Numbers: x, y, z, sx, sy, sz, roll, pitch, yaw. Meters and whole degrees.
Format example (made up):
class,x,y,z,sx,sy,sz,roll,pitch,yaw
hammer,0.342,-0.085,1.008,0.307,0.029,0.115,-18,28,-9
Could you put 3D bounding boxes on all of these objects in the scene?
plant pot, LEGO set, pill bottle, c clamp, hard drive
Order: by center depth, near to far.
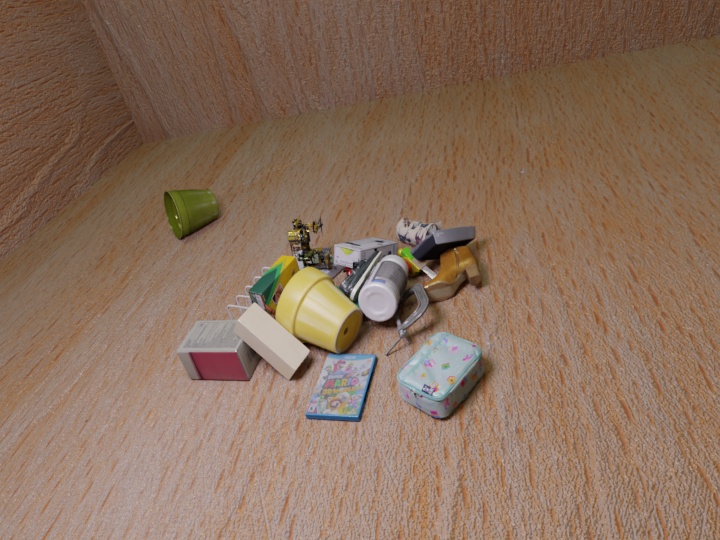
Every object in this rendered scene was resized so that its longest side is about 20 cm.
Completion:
class,x,y,z,sx,sy,sz,roll,pitch,yaw
plant pot,-0.102,0.123,1.435,0.185,0.206,0.200,27,49,26
c clamp,0.118,0.117,1.437,0.170,0.027,0.202,-44,18,18
pill bottle,0.071,0.043,1.479,0.109,0.118,0.201,-2,26,20
hard drive,0.255,-0.080,1.596,0.195,0.135,0.044,-10,68,-40
LEGO set,-0.146,-0.063,1.655,0.111,0.208,0.154,-3,14,13
plant pot,-0.719,-0.263,2.268,0.188,0.208,0.198,-20,31,-32

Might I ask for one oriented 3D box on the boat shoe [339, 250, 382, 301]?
class,x,y,z,sx,sy,sz,roll,pitch,yaw
boat shoe,0.000,0.002,1.533,0.064,0.076,0.202,25,54,12

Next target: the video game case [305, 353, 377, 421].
class,x,y,z,sx,sy,sz,roll,pitch,yaw
video game case,-0.045,0.287,1.316,0.138,0.018,0.203,-4,35,19

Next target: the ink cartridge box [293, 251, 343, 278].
class,x,y,z,sx,sy,sz,roll,pitch,yaw
ink cartridge box,-0.184,0.010,1.758,0.195,0.042,0.199,17,46,39

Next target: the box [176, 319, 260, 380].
class,x,y,z,sx,sy,sz,roll,pitch,yaw
box,-0.386,0.221,1.470,0.192,0.112,0.130,-3,35,19

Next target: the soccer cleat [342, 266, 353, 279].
class,x,y,z,sx,sy,sz,roll,pitch,yaw
soccer cleat,0.017,0.026,1.628,0.083,0.071,0.199,-26,31,-18

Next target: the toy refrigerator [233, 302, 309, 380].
class,x,y,z,sx,sy,sz,roll,pitch,yaw
toy refrigerator,-0.236,0.189,1.396,0.198,0.070,0.076,39,48,3

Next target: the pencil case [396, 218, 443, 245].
class,x,y,z,sx,sy,sz,roll,pitch,yaw
pencil case,0.190,-0.125,1.726,0.089,0.079,0.198,-40,25,-15

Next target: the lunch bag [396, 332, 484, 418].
class,x,y,z,sx,sy,sz,roll,pitch,yaw
lunch bag,0.183,0.239,1.234,0.158,0.079,0.198,21,48,42

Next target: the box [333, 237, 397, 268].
class,x,y,z,sx,sy,sz,roll,pitch,yaw
box,0.019,-0.057,1.681,0.114,0.063,0.196,14,19,39

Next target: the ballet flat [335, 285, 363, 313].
class,x,y,z,sx,sy,sz,roll,pitch,yaw
ballet flat,-0.037,0.095,1.550,0.196,0.067,0.070,24,50,41

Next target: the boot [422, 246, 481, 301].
class,x,y,z,sx,sy,sz,roll,pitch,yaw
boot,0.248,0.005,1.539,0.194,0.072,0.146,-18,39,1

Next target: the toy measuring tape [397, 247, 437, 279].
class,x,y,z,sx,sy,sz,roll,pitch,yaw
toy measuring tape,0.183,0.004,1.614,0.072,0.075,0.199,-32,59,-26

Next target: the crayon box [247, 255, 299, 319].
class,x,y,z,sx,sy,sz,roll,pitch,yaw
crayon box,-0.222,0.093,1.504,0.056,0.206,0.173,7,39,30

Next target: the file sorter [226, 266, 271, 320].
class,x,y,z,sx,sy,sz,roll,pitch,yaw
file sorter,-0.287,0.103,1.578,0.120,0.143,0.201,3,37,30
